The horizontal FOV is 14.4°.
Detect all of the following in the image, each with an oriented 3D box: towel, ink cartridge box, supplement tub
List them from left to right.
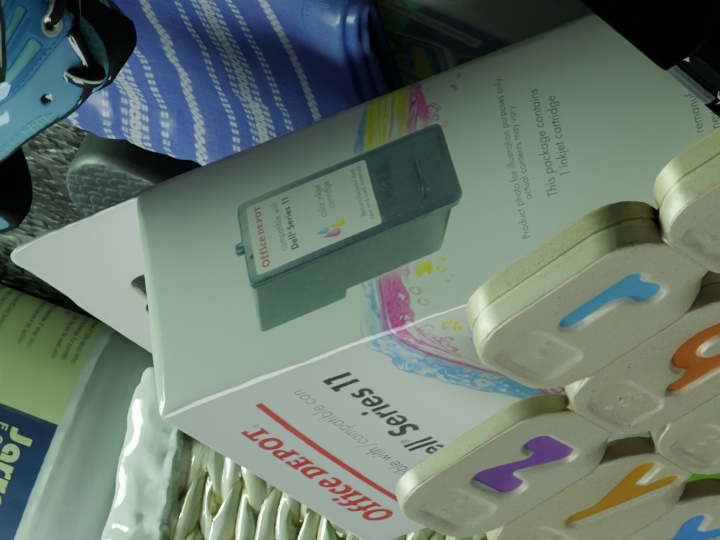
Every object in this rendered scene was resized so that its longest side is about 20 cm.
[{"bbox_3d":[-0.170,0.074,1.189,0.200,0.145,0.145,20,164,0],"label":"supplement tub"},{"bbox_3d":[-0.077,-0.065,0.767,0.200,0.024,0.145,17,162,16],"label":"towel"},{"bbox_3d":[0.024,0.009,0.715,0.200,0.067,0.117,-20,150,22],"label":"ink cartridge box"}]

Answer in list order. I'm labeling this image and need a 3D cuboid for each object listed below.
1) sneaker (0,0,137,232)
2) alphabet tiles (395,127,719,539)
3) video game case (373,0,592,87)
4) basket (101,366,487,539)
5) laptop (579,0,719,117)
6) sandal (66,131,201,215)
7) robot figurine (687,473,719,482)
[{"bbox_3d":[-0.094,-0.080,0.673,0.090,0.079,0.200,9,141,-13],"label":"sneaker"},{"bbox_3d":[0.111,0.016,0.666,0.195,0.015,0.200,-34,146,21],"label":"alphabet tiles"},{"bbox_3d":[-0.037,-0.071,0.775,0.200,0.023,0.182,22,164,-7],"label":"video game case"},{"bbox_3d":[0.004,0.147,1.056,0.161,0.199,0.200,10,179,20],"label":"basket"},{"bbox_3d":[0.036,-0.124,0.538,0.200,0.116,0.187,-28,137,31],"label":"laptop"},{"bbox_3d":[0.000,0.000,0.942,0.200,0.043,0.076,31,155,-8],"label":"sandal"},{"bbox_3d":[0.123,0.064,0.848,0.200,0.116,0.175,27,144,-21],"label":"robot figurine"}]
